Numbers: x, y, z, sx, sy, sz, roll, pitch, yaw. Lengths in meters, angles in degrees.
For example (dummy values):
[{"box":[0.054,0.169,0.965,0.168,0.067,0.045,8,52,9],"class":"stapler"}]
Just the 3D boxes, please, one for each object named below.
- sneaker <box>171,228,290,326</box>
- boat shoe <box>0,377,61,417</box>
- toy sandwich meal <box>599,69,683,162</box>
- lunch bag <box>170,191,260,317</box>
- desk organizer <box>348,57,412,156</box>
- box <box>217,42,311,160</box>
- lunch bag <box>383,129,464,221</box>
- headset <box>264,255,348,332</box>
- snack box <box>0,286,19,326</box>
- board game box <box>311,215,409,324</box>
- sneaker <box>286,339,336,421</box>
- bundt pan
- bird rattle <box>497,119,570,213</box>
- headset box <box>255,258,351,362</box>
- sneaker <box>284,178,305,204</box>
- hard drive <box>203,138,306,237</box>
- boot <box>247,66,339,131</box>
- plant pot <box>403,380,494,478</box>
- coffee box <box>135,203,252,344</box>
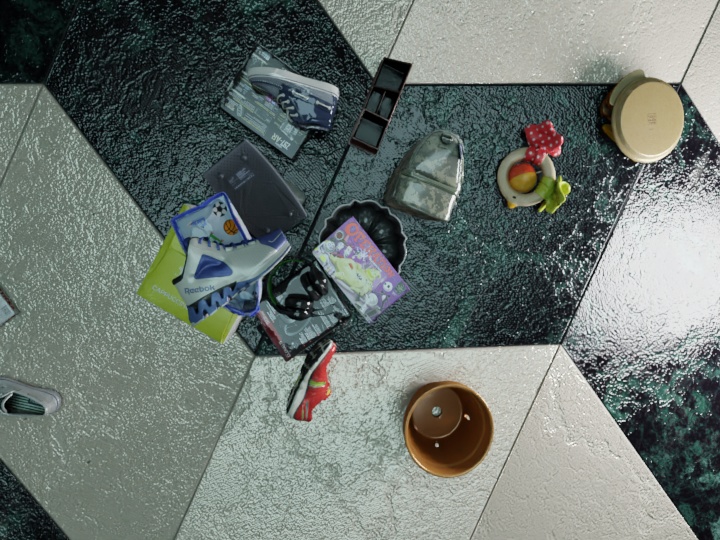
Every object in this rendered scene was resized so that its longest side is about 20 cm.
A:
[{"box":[-0.209,-0.019,0.843,0.198,0.080,0.116,-38,100,-12],"class":"sneaker"},{"box":[-0.762,0.277,1.191,0.195,0.067,0.076,5,93,-5],"class":"boat shoe"},{"box":[0.645,-0.348,1.263,0.200,0.070,0.211,-1,96,-9],"class":"toy sandwich meal"},{"box":[-0.238,-0.013,0.963,0.122,0.170,0.203,-29,96,-9],"class":"lunch bag"},{"box":[0.043,-0.365,1.206,0.070,0.077,0.204,22,92,-6],"class":"desk organizer"},{"box":[-0.187,-0.367,1.204,0.198,0.044,0.162,34,91,-6],"class":"box"},{"box":[0.141,-0.202,1.164,0.136,0.200,0.172,17,94,-6],"class":"lunch bag"},{"box":[-0.110,0.056,1.162,0.198,0.094,0.125,37,94,10],"class":"headset"},{"box":[-0.834,0.031,1.190,0.071,0.024,0.202,-34,96,-1],"class":"snack box"},{"box":[0.000,0.000,1.178,0.120,0.032,0.201,-40,96,-5],"class":"board game box"},{"box":[-0.098,0.251,1.248,0.084,0.077,0.203,25,98,-17],"class":"sneaker"},{"box":[0.003,-0.055,1.224,0.196,0.076,0.208,0,94,-4],"class":"bundt pan"},{"box":[0.389,-0.224,1.236,0.159,0.113,0.205,-16,92,13],"class":"bird rattle"},{"box":[-0.139,0.092,1.223,0.198,0.077,0.150,-34,95,-1],"class":"headset box"},{"box":[-0.222,-0.170,1.213,0.196,0.075,0.083,18,122,-10],"class":"sneaker"},{"box":[-0.217,-0.164,1.149,0.133,0.043,0.201,-32,115,16],"class":"hard drive"},{"box":[-0.145,-0.357,1.149,0.195,0.073,0.093,11,87,-6],"class":"boot"},{"box":[0.184,0.338,1.234,0.195,0.140,0.206,0,94,-5],"class":"plant pot"},{"box":[-0.307,0.003,1.143,0.197,0.198,0.203,30,91,-6],"class":"coffee box"}]
